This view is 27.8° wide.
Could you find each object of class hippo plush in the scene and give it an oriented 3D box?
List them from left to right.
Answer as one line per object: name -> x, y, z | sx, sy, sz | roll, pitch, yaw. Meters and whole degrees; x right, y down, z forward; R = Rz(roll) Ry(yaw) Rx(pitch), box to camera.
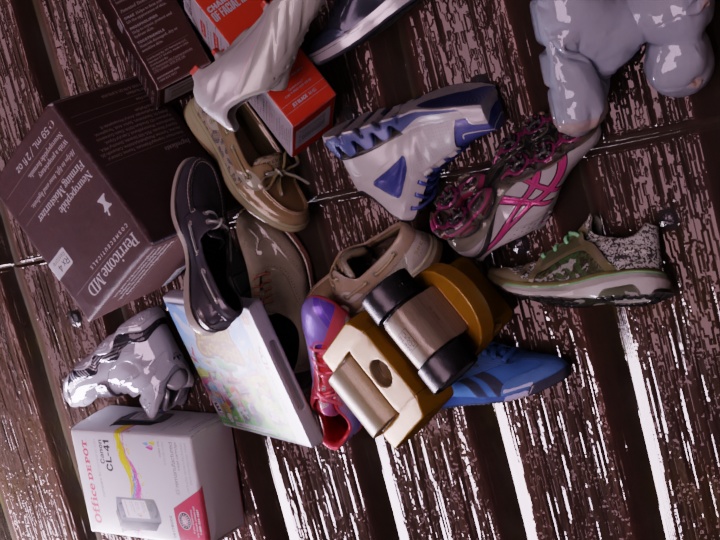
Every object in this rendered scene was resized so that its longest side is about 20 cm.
hippo plush -> 0.241, -0.229, 1.332 | 0.159, 0.160, 0.202 | -11, 113, 6

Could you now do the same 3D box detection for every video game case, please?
video game case -> -0.137, 0.110, 1.665 | 0.199, 0.022, 0.184 | 5, 123, 54

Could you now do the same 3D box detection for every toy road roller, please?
toy road roller -> 0.067, 0.073, 1.487 | 0.123, 0.145, 0.200 | 50, 140, 12

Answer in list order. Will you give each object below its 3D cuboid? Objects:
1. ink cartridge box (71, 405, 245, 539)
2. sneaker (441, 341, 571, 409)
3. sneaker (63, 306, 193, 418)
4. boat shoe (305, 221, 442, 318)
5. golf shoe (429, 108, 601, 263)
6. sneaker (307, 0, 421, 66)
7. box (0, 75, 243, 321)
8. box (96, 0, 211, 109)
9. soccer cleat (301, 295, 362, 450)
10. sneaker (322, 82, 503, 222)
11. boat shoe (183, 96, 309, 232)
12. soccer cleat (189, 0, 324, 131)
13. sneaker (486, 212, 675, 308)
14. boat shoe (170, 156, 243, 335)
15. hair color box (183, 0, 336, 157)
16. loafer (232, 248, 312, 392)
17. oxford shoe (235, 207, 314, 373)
ink cartridge box -> -0.253, 0.255, 1.819 | 0.198, 0.085, 0.149 | -1, 105, 32
sneaker -> 0.125, 0.099, 1.536 | 0.198, 0.066, 0.079 | -10, 96, 35
sneaker -> -0.287, 0.142, 1.809 | 0.200, 0.075, 0.115 | -41, 79, 32
boat shoe -> 0.000, 0.000, 1.561 | 0.065, 0.073, 0.199 | 32, 142, -29
golf shoe -> 0.166, -0.087, 1.456 | 0.199, 0.073, 0.092 | -38, 128, 23
sneaker -> -0.006, -0.312, 1.472 | 0.202, 0.077, 0.147 | -34, 94, 29
box -> -0.278, -0.087, 1.669 | 0.201, 0.164, 0.166 | 53, 129, 8
box -> -0.244, -0.290, 1.617 | 0.201, 0.074, 0.100 | 62, 169, 3
soccer cleat -> -0.030, 0.112, 1.590 | 0.066, 0.077, 0.201 | 13, 140, 24
sneaker -> 0.067, -0.117, 1.504 | 0.198, 0.081, 0.116 | -12, 111, 31
boat shoe -> -0.121, -0.130, 1.615 | 0.200, 0.073, 0.063 | 50, 127, 11
soccer cleat -> -0.084, -0.225, 1.451 | 0.200, 0.069, 0.078 | -42, 86, 16
sneaker -> 0.220, -0.011, 1.450 | 0.198, 0.077, 0.090 | 0, 79, 32
boat shoe -> -0.157, -0.034, 1.572 | 0.062, 0.072, 0.202 | -22, 67, 42
hair color box -> -0.109, -0.230, 1.549 | 0.064, 0.111, 0.201 | -37, 83, -10
loafer -> -0.133, 0.066, 1.692 | 0.063, 0.072, 0.201 | -34, 88, 41
oxford shoe -> -0.094, 0.020, 1.645 | 0.070, 0.074, 0.201 | -28, 89, 36
